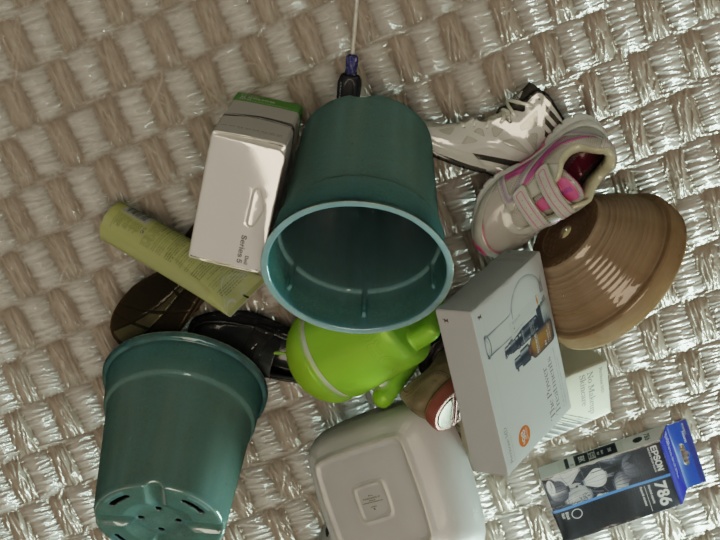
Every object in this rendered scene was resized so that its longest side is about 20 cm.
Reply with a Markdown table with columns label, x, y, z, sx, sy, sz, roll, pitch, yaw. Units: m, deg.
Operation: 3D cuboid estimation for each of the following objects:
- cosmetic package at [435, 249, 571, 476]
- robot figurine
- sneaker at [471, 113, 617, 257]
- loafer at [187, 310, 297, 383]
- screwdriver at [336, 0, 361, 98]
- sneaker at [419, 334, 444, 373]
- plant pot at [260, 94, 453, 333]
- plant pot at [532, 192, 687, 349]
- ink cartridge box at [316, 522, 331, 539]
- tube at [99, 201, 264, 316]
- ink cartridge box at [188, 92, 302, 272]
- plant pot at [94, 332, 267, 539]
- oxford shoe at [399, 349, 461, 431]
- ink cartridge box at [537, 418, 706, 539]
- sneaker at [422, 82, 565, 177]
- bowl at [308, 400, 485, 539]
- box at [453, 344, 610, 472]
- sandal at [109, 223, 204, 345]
| label | x | y | z | sx | sy | sz | roll | pitch | yaw |
| --- | --- | --- | --- | --- | --- | --- | --- | --- | --- |
| cosmetic package | 0.160 | 0.099 | 1.554 | 0.051 | 0.151 | 0.201 | 4 | 119 | 39 |
| robot figurine | -0.001 | 0.077 | 1.622 | 0.200 | 0.116 | 0.176 | -30 | 114 | 26 |
| sneaker | 0.205 | -0.091 | 1.581 | 0.200 | 0.088 | 0.081 | -46 | 110 | 3 |
| loafer | -0.111 | 0.095 | 1.715 | 0.200 | 0.070 | 0.068 | 13 | 109 | -5 |
| screwdriver | -0.008 | -0.260 | 1.611 | 0.028 | 0.029 | 0.201 | 5 | 114 | -2 |
| sneaker | 0.098 | 0.125 | 1.732 | 0.087 | 0.076 | 0.201 | 25 | 98 | -4 |
| plant pot | 0.002 | -0.070 | 1.523 | 0.199 | 0.197 | 0.201 | 3 | 137 | 2 |
| plant pot | 0.260 | -0.019 | 1.602 | 0.093 | 0.201 | 0.201 | 39 | 105 | -25 |
| ink cartridge box | 0.035 | 0.328 | 1.788 | 0.144 | 0.084 | 0.201 | 23 | 108 | -7 |
| tube | -0.210 | -0.013 | 1.647 | 0.199 | 0.052 | 0.058 | 27 | 88 | 16 |
| ink cartridge box | -0.124 | -0.102 | 1.576 | 0.084 | 0.200 | 0.146 | 12 | 108 | -1 |
| plant pot | -0.217 | 0.210 | 1.646 | 0.199 | 0.197 | 0.201 | 3 | 138 | 2 |
| oxford shoe | 0.128 | 0.099 | 1.642 | 0.200 | 0.075 | 0.071 | -37 | 139 | -30 |
| ink cartridge box | 0.333 | 0.265 | 1.793 | 0.199 | 0.039 | 0.100 | -21 | 107 | 6 |
| sneaker | 0.149 | -0.170 | 1.633 | 0.200 | 0.076 | 0.116 | 16 | 100 | -14 |
| bowl | 0.032 | 0.262 | 1.663 | 0.199 | 0.075 | 0.201 | -21 | 84 | 28 |
| box | 0.198 | 0.159 | 1.695 | 0.199 | 0.068 | 0.083 | -21 | 118 | -20 |
| sandal | -0.215 | 0.017 | 1.699 | 0.082 | 0.055 | 0.200 | 37 | 90 | 15 |
